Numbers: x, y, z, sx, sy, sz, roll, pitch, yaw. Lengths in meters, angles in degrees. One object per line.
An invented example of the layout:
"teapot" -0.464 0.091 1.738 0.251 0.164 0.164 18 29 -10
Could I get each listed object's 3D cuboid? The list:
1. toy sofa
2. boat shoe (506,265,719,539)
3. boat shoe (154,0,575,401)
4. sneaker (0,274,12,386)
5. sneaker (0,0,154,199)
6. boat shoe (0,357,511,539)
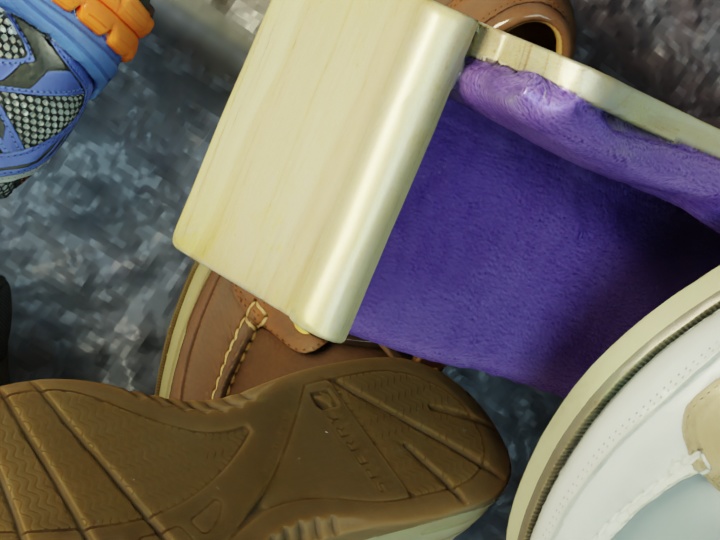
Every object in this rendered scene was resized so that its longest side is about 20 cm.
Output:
"toy sofa" 0.059 -0.005 0.684 0.199 0.097 0.083 19 98 -47
"boat shoe" 0.112 0.034 0.655 0.074 0.069 0.200 13 127 -43
"boat shoe" 0.001 0.000 0.758 0.072 0.068 0.201 22 100 -24
"sneaker" -0.147 0.006 0.675 0.074 0.085 0.200 -5 154 16
"sneaker" -0.149 -0.077 0.674 0.199 0.075 0.079 24 90 -22
"boat shoe" -0.050 0.071 0.686 0.199 0.073 0.063 -3 139 -35
